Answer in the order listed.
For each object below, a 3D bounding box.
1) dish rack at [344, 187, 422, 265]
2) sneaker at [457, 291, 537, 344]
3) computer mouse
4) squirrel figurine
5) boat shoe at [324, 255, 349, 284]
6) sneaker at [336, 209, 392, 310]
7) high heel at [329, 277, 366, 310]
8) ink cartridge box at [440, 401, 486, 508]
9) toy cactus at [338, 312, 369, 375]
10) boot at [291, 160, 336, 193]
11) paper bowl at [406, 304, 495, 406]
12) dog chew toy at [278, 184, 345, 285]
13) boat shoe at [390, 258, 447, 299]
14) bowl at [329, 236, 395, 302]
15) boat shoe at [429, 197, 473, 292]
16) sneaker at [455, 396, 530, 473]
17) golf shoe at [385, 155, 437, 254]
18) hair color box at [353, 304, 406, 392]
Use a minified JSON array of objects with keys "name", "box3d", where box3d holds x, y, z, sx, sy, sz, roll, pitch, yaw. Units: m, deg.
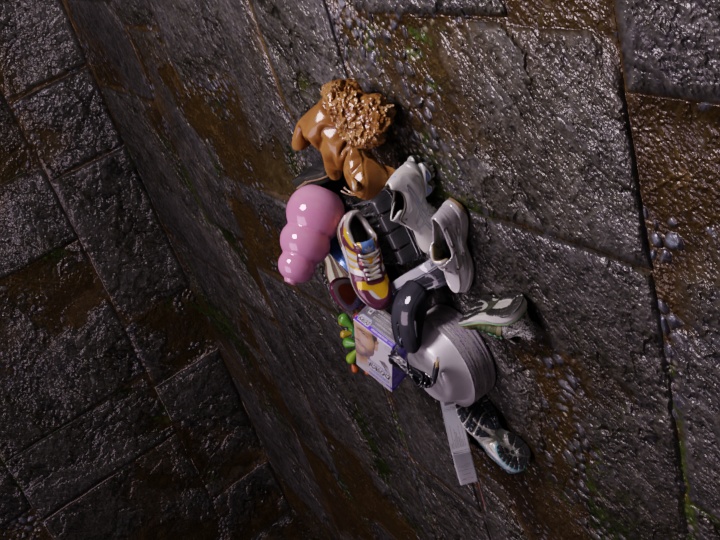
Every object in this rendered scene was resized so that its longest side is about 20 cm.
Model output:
[{"name":"dish rack","box3d":[0.036,-0.081,1.738,0.156,0.054,0.199,65,160,-9]},{"name":"sneaker","box3d":[0.239,0.097,1.499,0.089,0.077,0.199,53,162,-9]},{"name":"computer mouse","box3d":[0.101,0.130,1.632,0.140,0.045,0.203,37,129,41]},{"name":"squirrel figurine","box3d":[-0.012,-0.227,1.514,0.189,0.139,0.201,62,152,25]},{"name":"boat shoe","box3d":[-0.056,-0.055,1.975,0.074,0.074,0.205,-26,85,31]},{"name":"sneaker","box3d":[0.011,-0.019,1.674,0.203,0.074,0.090,65,164,6]},{"name":"high heel","box3d":[-0.033,0.047,1.870,0.095,0.068,0.200,28,175,35]},{"name":"ink cartridge box","box3d":[0.215,0.377,1.825,0.201,0.043,0.176,-97,-8,-58]},{"name":"toy cactus","box3d":[0.024,0.181,2.071,0.163,0.102,0.203,5,124,48]},{"name":"boot","box3d":[-0.063,-0.164,1.843,0.139,0.077,0.200,54,166,-12]},{"name":"paper bowl","box3d":[0.169,0.179,1.711,0.201,0.103,0.202,45,154,30]},{"name":"dog chew toy","box3d":[-0.108,-0.069,1.747,0.122,0.203,0.125,19,174,2]},{"name":"boat shoe","box3d":[0.116,0.029,1.685,0.069,0.071,0.200,59,152,2]},{"name":"bowl","box3d":[0.000,0.000,1.835,0.200,0.039,0.201,43,-179,-1]},{"name":"boat shoe","box3d":[0.152,-0.032,1.516,0.071,0.069,0.202,35,149,42]},{"name":"sneaker","box3d":[0.259,0.338,1.756,0.201,0.077,0.087,50,160,22]},{"name":"golf shoe","box3d":[0.090,-0.102,1.531,0.078,0.097,0.203,31,147,46]},{"name":"hair color box","box3d":[0.045,0.165,1.836,0.109,0.065,0.202,35,152,23]}]
